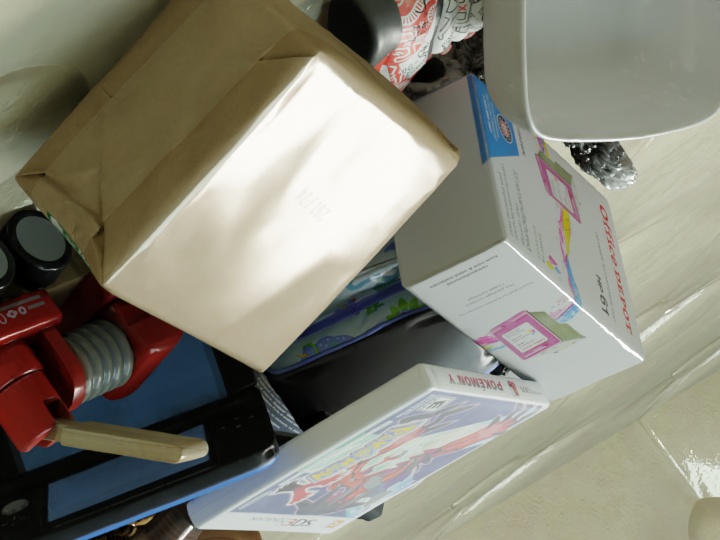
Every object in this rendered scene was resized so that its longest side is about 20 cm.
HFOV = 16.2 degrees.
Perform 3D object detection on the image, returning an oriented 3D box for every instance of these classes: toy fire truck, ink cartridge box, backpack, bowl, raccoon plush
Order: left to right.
[{"bbox_3d":[-0.167,0.056,1.585,0.176,0.200,0.129,-21,161,-47],"label":"toy fire truck"},{"bbox_3d":[0.000,0.000,1.853,0.182,0.200,0.147,-24,125,5],"label":"backpack"},{"bbox_3d":[0.096,-0.100,1.787,0.134,0.200,0.097,-37,-166,2],"label":"raccoon plush"},{"bbox_3d":[0.105,-0.019,1.734,0.084,0.145,0.200,-25,143,22],"label":"ink cartridge box"},{"bbox_3d":[0.154,-0.188,1.628,0.199,0.201,0.075,-8,-165,-38],"label":"bowl"}]

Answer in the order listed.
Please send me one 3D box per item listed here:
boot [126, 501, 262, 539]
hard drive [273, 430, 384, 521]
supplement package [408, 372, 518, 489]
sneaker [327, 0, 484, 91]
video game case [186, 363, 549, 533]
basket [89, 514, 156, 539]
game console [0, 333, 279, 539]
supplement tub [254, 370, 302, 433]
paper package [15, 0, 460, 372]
[{"bbox_3d":[-0.161,0.240,1.931,0.146,0.070,0.200,-48,160,6],"label":"boot"},{"bbox_3d":[-0.072,0.146,1.854,0.139,0.033,0.200,7,168,16],"label":"hard drive"},{"bbox_3d":[0.087,0.047,2.221,0.200,0.147,0.191,-46,180,37],"label":"supplement package"},{"bbox_3d":[0.021,-0.139,1.676,0.108,0.067,0.202,-27,162,-26],"label":"sneaker"},{"bbox_3d":[0.008,0.124,1.706,0.200,0.023,0.182,-33,160,22],"label":"video game case"},{"bbox_3d":[-0.160,0.131,1.921,0.142,0.150,0.200,-25,171,23],"label":"basket"},{"bbox_3d":[-0.169,0.090,1.666,0.199,0.119,0.171,-21,-167,-2],"label":"game console"},{"bbox_3d":[-0.046,0.077,2.095,0.200,0.141,0.140,-44,165,30],"label":"supplement tub"},{"bbox_3d":[-0.068,-0.057,1.488,0.191,0.103,0.200,-48,149,6],"label":"paper package"}]
